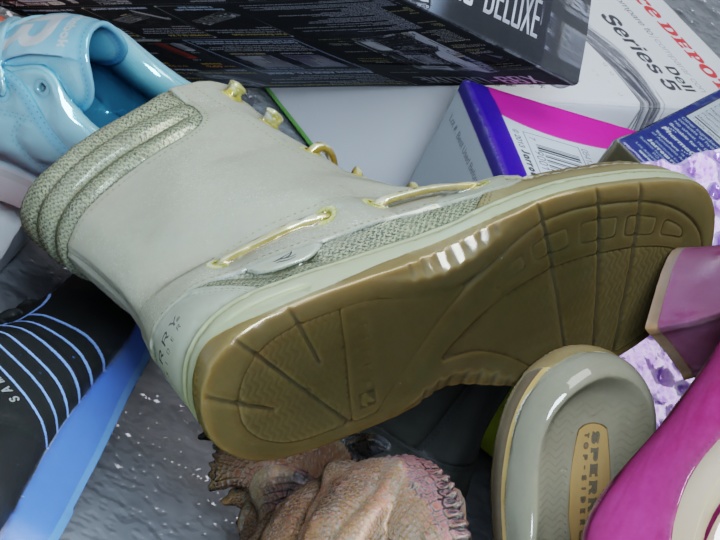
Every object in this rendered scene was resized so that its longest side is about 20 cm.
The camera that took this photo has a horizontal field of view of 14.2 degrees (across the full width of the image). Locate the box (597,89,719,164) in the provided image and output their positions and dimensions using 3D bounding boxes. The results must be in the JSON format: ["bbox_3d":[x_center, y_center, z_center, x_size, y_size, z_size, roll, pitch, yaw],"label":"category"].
[{"bbox_3d":[0.190,-0.031,1.191,0.121,0.032,0.200,45,39,15],"label":"box"}]

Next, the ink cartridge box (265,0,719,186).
[{"bbox_3d":[0.066,-0.087,1.328,0.199,0.084,0.146,0,40,-41],"label":"ink cartridge box"}]

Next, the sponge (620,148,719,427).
[{"bbox_3d":[0.152,0.005,1.081,0.199,0.030,0.112,-12,62,-22],"label":"sponge"}]

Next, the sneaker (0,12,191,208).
[{"bbox_3d":[-0.122,-0.071,1.058,0.199,0.082,0.074,22,42,0],"label":"sneaker"}]

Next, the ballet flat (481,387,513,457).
[{"bbox_3d":[0.122,0.081,1.148,0.199,0.067,0.067,16,53,-26],"label":"ballet flat"}]

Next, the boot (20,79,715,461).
[{"bbox_3d":[0.002,-0.016,0.965,0.199,0.072,0.155,-17,33,-26],"label":"boot"}]

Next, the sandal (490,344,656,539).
[{"bbox_3d":[0.080,0.125,0.925,0.080,0.201,0.054,-5,8,-41],"label":"sandal"}]

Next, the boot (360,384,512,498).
[{"bbox_3d":[0.000,0.000,1.080,0.077,0.139,0.200,-2,42,-44],"label":"boot"}]

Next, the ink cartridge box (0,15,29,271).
[{"bbox_3d":[-0.193,-0.058,1.088,0.162,0.050,0.200,30,26,0],"label":"ink cartridge box"}]

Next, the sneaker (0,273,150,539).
[{"bbox_3d":[-0.123,0.042,0.977,0.078,0.070,0.200,32,29,-7],"label":"sneaker"}]

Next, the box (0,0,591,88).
[{"bbox_3d":[-0.030,-0.115,1.168,0.199,0.050,0.157,2,-10,36],"label":"box"}]

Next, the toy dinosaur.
[{"bbox_3d":[-0.005,0.089,0.931,0.086,0.199,0.136,42,62,-30],"label":"toy dinosaur"}]

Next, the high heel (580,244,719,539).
[{"bbox_3d":[0.125,0.070,0.878,0.067,0.096,0.201,39,53,-45],"label":"high heel"}]

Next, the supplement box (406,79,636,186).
[{"bbox_3d":[0.118,0.010,1.208,0.199,0.104,0.101,14,33,-24],"label":"supplement box"}]
